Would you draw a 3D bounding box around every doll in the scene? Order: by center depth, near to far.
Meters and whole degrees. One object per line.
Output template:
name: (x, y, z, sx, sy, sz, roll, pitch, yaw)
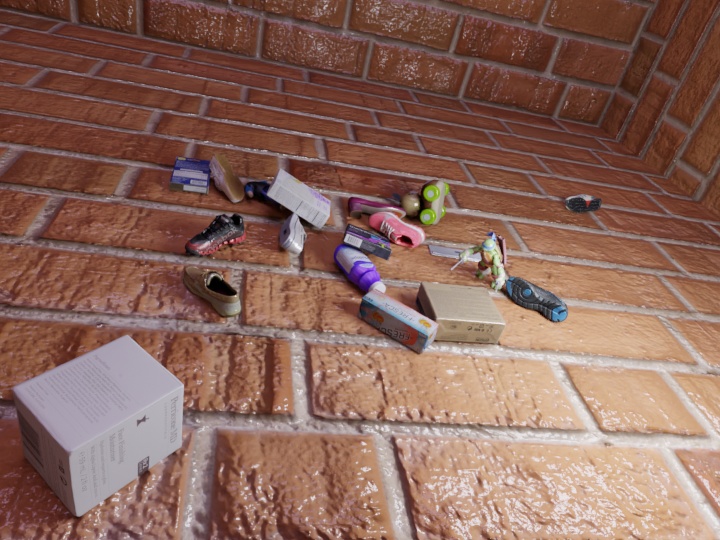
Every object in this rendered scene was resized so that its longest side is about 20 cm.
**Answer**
doll: (-0.327, -0.263, 1.826, 0.199, 0.049, 0.136, 26, 33, 16)

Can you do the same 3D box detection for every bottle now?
bottle: (0.000, 0.000, 1.545, 0.083, 0.066, 0.200, -2, 36, -34)

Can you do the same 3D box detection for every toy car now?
toy car: (0.194, -0.254, 1.950, 0.199, 0.159, 0.164, 13, 18, 19)

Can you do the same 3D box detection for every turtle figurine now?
turtle figurine: (0.359, 0.001, 1.624, 0.143, 0.194, 0.201, 4, 67, 24)

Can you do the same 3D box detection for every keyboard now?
keyboard: (0.323, -0.054, 1.815, 0.199, 0.011, 0.056, 9, 28, -10)

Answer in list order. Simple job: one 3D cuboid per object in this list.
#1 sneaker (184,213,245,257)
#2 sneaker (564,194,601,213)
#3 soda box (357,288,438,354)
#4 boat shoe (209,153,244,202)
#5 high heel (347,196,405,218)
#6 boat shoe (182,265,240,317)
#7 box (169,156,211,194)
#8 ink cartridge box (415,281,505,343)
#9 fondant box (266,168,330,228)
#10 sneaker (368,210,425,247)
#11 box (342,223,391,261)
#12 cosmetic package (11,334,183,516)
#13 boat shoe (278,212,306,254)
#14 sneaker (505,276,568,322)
sneaker: (-0.397, -0.104, 1.512, 0.071, 0.098, 0.200, 34, 38, 24)
sneaker: (0.951, -0.296, 2.398, 0.199, 0.071, 0.093, -5, 19, -24)
soda box: (0.094, 0.127, 1.394, 0.199, 0.064, 0.068, 29, 35, 22)
boat shoe: (-0.446, -0.292, 1.811, 0.071, 0.069, 0.201, 6, 48, -50)
high heel: (0.056, -0.224, 1.900, 0.199, 0.068, 0.096, 4, 44, -10)
boat shoe: (-0.361, 0.035, 1.344, 0.200, 0.067, 0.074, 32, 36, 25)
box: (-0.563, -0.320, 1.830, 0.120, 0.033, 0.200, 6, 35, -15)
ink cartridge box: (0.264, 0.113, 1.475, 0.199, 0.075, 0.165, 6, 32, -13)
fondant box: (-0.193, -0.230, 1.746, 0.200, 0.058, 0.144, 33, 21, -16)
sneaker: (0.111, -0.132, 1.785, 0.199, 0.074, 0.087, 23, 35, 12)
box: (0.020, -0.089, 1.643, 0.142, 0.036, 0.200, 22, 11, -5)
cosmetic package: (-0.424, 0.247, 0.907, 0.165, 0.165, 0.200, 32, 37, 25)
boat shoe: (-0.196, -0.107, 1.638, 0.070, 0.071, 0.200, 38, 16, -22)
sneaker: (0.528, 0.083, 1.645, 0.200, 0.073, 0.082, 36, 26, 16)
